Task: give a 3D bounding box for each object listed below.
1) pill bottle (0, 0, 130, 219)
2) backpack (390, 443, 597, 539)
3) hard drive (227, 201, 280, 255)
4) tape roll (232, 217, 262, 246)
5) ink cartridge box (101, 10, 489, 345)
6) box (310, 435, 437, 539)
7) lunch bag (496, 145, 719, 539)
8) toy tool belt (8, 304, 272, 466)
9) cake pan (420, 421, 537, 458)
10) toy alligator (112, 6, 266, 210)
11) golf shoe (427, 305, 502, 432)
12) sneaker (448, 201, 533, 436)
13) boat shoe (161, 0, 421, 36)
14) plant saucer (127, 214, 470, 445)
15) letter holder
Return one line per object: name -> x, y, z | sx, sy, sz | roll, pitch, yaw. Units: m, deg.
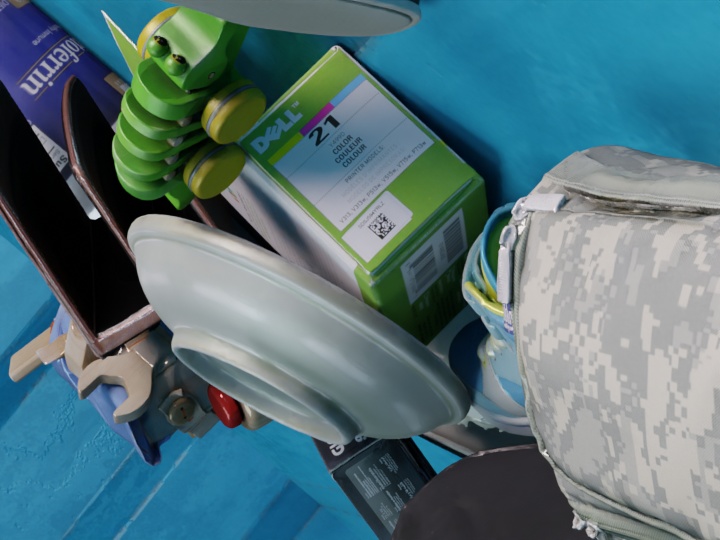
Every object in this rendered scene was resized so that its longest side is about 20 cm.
pill bottle -> -0.216, -0.100, 1.198 | 0.200, 0.116, 0.116 | 40, 169, -6
backpack -> 0.135, 0.162, 0.858 | 0.162, 0.154, 0.200 | -6, 133, 47
hard drive -> 0.000, 0.000, 1.081 | 0.200, 0.042, 0.135 | 41, 169, -5
tape roll -> -0.060, 0.031, 1.231 | 0.200, 0.066, 0.200 | 47, 180, 0
ink cartridge box -> -0.029, -0.060, 0.876 | 0.200, 0.076, 0.148 | 45, 171, 18
box -> 0.021, 0.135, 1.101 | 0.201, 0.046, 0.159 | 56, -179, -34
lunch bag -> 0.144, 0.039, 0.574 | 0.169, 0.139, 0.200 | 60, 162, -18
toy tool belt -> -0.140, 0.069, 1.092 | 0.200, 0.122, 0.126 | 33, 147, 52
cake pan -> 0.120, 0.123, 1.075 | 0.199, 0.037, 0.200 | 25, 175, 2
toy alligator -> -0.077, -0.086, 0.753 | 0.059, 0.054, 0.201 | 47, 143, 17
golf shoe -> 0.098, 0.053, 0.957 | 0.199, 0.078, 0.098 | 30, 149, 17
sneaker -> 0.080, 0.017, 0.814 | 0.130, 0.080, 0.199 | 42, 159, -24
boat shoe -> -0.067, -0.131, 0.656 | 0.198, 0.058, 0.067 | 6, 172, -20
plant saucer -> -0.041, 0.043, 0.887 | 0.199, 0.051, 0.200 | 27, 167, 7
letter holder -> -0.156, -0.066, 1.037 | 0.143, 0.100, 0.200 | 58, -177, -23
